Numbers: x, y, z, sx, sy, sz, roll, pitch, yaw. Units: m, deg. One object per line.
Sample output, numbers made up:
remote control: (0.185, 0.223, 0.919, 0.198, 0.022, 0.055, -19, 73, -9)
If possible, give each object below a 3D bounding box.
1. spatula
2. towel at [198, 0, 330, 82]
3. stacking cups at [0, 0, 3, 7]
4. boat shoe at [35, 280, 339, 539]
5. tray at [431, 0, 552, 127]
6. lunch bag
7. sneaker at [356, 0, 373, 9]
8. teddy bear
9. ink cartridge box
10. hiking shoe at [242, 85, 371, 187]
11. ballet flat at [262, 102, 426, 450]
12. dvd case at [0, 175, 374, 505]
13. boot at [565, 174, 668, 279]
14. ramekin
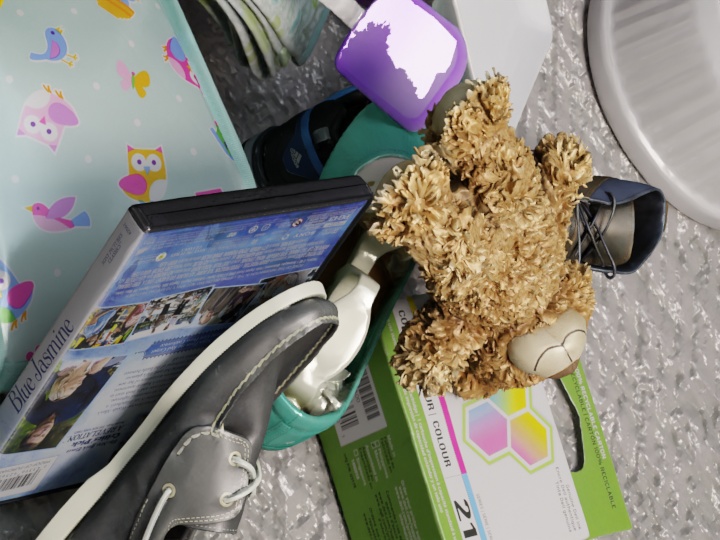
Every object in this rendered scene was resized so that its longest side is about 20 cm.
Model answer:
spatula: (-0.020, -0.139, 1.311, 0.200, 0.021, 0.057, 37, 90, -40)
towel: (-0.034, -0.216, 1.363, 0.200, 0.048, 0.171, -66, 154, -16)
stacking cups: (-0.197, -0.184, 1.238, 0.060, 0.061, 0.200, 26, 29, -29)
boat shoe: (-0.071, 0.090, 1.254, 0.068, 0.200, 0.072, 44, 12, 17)
tray: (0.070, -0.139, 1.464, 0.200, 0.022, 0.108, -64, 142, -61)
lunch bag: (-0.148, -0.040, 1.289, 0.170, 0.122, 0.201, -9, 73, -42)
sneaker: (0.000, -0.251, 1.503, 0.073, 0.114, 0.201, -23, 87, -41)
teddy bear: (0.066, -0.007, 1.316, 0.145, 0.067, 0.200, -45, 138, -37)
ink cartridge box: (0.078, 0.082, 1.453, 0.200, 0.076, 0.148, -10, 79, -40)
hiking shoe: (0.029, -0.072, 1.468, 0.200, 0.087, 0.075, -25, 89, -42)
ballet flat: (0.000, 0.000, 1.339, 0.067, 0.070, 0.200, 35, 69, -23)
dvd case: (-0.092, 0.034, 1.238, 0.142, 0.200, 0.018, -10, 56, -46)
boot: (0.103, -0.033, 1.448, 0.200, 0.097, 0.075, -20, 114, -73)
ramekin: (0.242, -0.131, 1.665, 0.202, 0.094, 0.203, 16, 62, -34)
